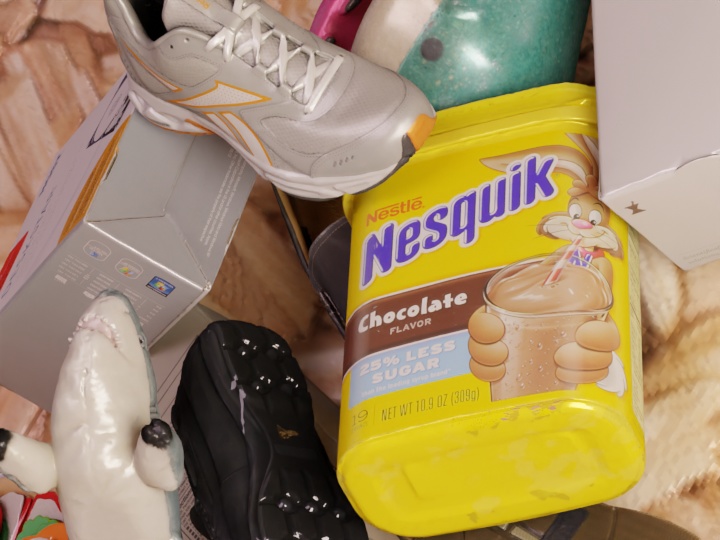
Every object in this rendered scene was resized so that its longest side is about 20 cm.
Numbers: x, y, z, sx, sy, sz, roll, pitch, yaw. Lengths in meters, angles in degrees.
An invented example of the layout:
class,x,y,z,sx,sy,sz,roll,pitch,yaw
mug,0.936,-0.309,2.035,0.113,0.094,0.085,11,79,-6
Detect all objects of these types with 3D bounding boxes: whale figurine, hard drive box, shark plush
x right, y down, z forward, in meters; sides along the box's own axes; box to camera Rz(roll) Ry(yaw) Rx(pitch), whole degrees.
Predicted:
class,x,y,z,sx,sy,sz,roll,pitch,yaw
whale figurine,0.082,-0.139,1.440,0.104,0.159,0.200,38,93,13
hard drive box,-0.127,-0.028,1.546,0.200,0.077,0.156,-43,22,54
shark plush,-0.098,0.109,1.372,0.091,0.200,0.083,-15,33,20

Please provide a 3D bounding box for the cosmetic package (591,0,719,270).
class,x,y,z,sx,sy,sz,roll,pitch,yaw
cosmetic package,0.171,-0.115,1.344,0.107,0.085,0.200,-19,55,30

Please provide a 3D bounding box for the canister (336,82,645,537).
class,x,y,z,sx,sy,sz,roll,pitch,yaw
canister,0.063,0.019,1.335,0.148,0.087,0.200,-13,45,17

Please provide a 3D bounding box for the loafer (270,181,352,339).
class,x,y,z,sx,sy,sz,roll,pitch,yaw
loafer,0.000,0.000,1.473,0.073,0.072,0.200,-48,41,13

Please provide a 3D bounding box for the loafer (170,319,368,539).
class,x,y,z,sx,sy,sz,roll,pitch,yaw
loafer,-0.045,0.112,1.351,0.070,0.068,0.201,-56,38,33

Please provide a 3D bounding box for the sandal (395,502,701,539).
class,x,y,z,sx,sy,sz,roll,pitch,yaw
sandal,0.087,0.129,1.317,0.200,0.054,0.080,26,63,37

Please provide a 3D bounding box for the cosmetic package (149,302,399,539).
class,x,y,z,sx,sy,sz,roll,pitch,yaw
cosmetic package,-0.050,0.108,1.460,0.105,0.071,0.200,-54,39,6

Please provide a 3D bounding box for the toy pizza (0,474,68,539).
class,x,y,z,sx,sy,sz,roll,pitch,yaw
toy pizza,-0.211,0.200,1.607,0.200,0.032,0.200,-26,50,35

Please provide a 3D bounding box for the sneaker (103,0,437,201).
class,x,y,z,sx,sy,sz,roll,pitch,yaw
sneaker,-0.054,-0.100,1.382,0.200,0.092,0.076,19,61,37

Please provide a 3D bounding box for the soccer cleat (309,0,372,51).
class,x,y,z,sx,sy,sz,roll,pitch,yaw
soccer cleat,0.029,-0.177,1.568,0.200,0.070,0.086,-58,23,-1
